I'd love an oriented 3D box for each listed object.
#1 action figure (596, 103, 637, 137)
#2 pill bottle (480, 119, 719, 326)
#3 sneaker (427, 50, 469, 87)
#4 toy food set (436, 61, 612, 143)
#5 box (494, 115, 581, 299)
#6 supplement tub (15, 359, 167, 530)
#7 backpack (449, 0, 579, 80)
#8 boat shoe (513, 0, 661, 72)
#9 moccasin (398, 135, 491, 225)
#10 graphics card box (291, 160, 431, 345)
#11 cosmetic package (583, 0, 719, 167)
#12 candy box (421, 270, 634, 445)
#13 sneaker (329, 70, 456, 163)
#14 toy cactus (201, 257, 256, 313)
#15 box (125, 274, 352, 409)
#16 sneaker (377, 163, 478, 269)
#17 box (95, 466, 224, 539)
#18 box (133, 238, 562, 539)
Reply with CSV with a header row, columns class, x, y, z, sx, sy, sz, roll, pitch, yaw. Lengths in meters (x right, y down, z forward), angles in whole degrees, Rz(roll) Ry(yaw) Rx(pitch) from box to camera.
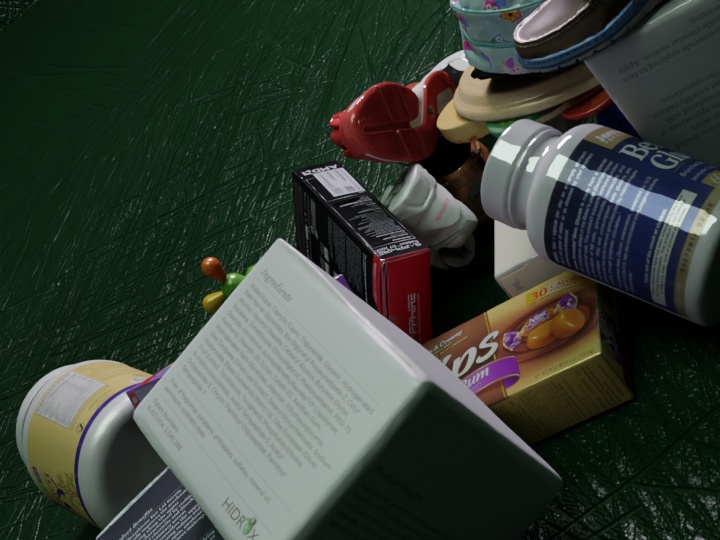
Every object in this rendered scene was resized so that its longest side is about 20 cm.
class,x,y,z,sx,sy,sz,roll,pitch,yaw
action figure,0.225,-0.130,1.417,0.052,0.065,0.201,-52,21,32
pill bottle,0.193,-0.044,1.201,0.199,0.111,0.111,24,65,31
sneaker,0.130,-0.170,1.583,0.199,0.073,0.112,-25,30,27
toy food set,0.172,-0.174,1.417,0.200,0.049,0.197,-37,24,-25
box,0.163,-0.049,1.372,0.082,0.068,0.201,-27,31,24
supplement tub,-0.224,0.161,1.485,0.146,0.146,0.200,-51,28,-17
backpack,0.147,-0.245,1.371,0.166,0.127,0.200,-7,32,32
boat shoe,0.184,-0.222,1.157,0.200,0.072,0.072,-36,29,14
moccasin,0.082,-0.103,1.537,0.074,0.078,0.202,-39,21,9
graphics card box,0.000,0.000,1.406,0.051,0.126,0.200,-15,30,-20
cosmetic package,0.289,-0.174,1.245,0.164,0.200,0.166,-27,32,26
candy box,0.113,0.084,1.261,0.199,0.057,0.117,-27,32,24
sneaker,0.010,-0.121,1.470,0.115,0.079,0.200,-23,-1,31
toy cactus,-0.065,0.015,1.565,0.200,0.103,0.165,-41,36,-17
box,-0.098,0.069,1.318,0.136,0.039,0.200,-31,3,-28
sneaker,0.054,-0.030,1.482,0.078,0.099,0.200,-59,5,-10
box,-0.094,0.248,1.192,0.104,0.148,0.200,-43,26,-3
box,-0.009,0.125,1.133,0.172,0.199,0.200,-49,46,3
